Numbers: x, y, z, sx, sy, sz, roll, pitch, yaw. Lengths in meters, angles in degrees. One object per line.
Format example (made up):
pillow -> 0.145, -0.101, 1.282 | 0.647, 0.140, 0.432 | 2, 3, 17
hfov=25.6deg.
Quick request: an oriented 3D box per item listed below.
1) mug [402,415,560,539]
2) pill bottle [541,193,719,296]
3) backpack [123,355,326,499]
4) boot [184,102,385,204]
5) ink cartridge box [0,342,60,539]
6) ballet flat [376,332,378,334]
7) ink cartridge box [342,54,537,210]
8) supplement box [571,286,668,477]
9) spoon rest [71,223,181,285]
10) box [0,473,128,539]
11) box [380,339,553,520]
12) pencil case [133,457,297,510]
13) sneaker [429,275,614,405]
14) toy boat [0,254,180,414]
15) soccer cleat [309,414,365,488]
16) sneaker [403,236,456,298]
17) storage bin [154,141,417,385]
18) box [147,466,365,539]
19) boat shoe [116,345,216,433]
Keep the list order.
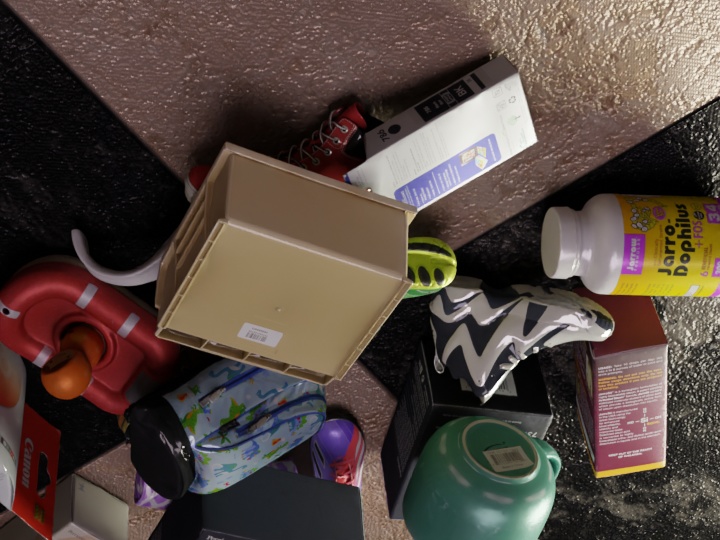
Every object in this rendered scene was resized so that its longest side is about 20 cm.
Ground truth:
mug -> 0.135, 0.221, 1.697 | 0.150, 0.186, 0.115 | 23, 126, 4
pill bottle -> 0.293, -0.026, 1.653 | 0.197, 0.105, 0.105 | 1, 132, -9
backpack -> -0.132, 0.149, 1.662 | 0.153, 0.200, 0.164 | 40, 151, 14
boot -> -0.066, -0.112, 1.553 | 0.197, 0.073, 0.145 | 5, 130, -23
ink cartridge box -> -0.370, 0.171, 1.695 | 0.050, 0.163, 0.200 | -26, 130, 18
ballet flat -> -0.072, 0.041, 1.685 | 0.198, 0.069, 0.072 | 10, 159, -36
ink cartridge box -> 0.073, -0.119, 1.542 | 0.199, 0.039, 0.100 | -31, 137, -7
supplement box -> 0.291, 0.122, 1.781 | 0.084, 0.111, 0.202 | -9, 132, 0
spoon rest -> -0.191, -0.023, 1.609 | 0.197, 0.061, 0.099 | -8, 162, 3
box -> -0.377, 0.339, 1.901 | 0.199, 0.078, 0.095 | -38, 125, 24
box -> 0.117, 0.190, 1.821 | 0.146, 0.105, 0.201 | 7, 131, -14
pencil case -> -0.166, 0.243, 1.840 | 0.198, 0.086, 0.084 | 11, 144, -19
sneaker -> 0.167, 0.085, 1.701 | 0.196, 0.080, 0.131 | 8, 105, 3
toy boat -> -0.291, 0.082, 1.632 | 0.199, 0.131, 0.131 | 35, 121, -9
soccer cleat -> -0.026, 0.255, 1.879 | 0.067, 0.074, 0.202 | -3, 132, -5
sneaker -> 0.000, 0.000, 1.650 | 0.197, 0.075, 0.084 | 8, 159, 3
storage bin -> -0.076, 0.004, 1.522 | 0.198, 0.095, 0.199 | 17, 137, -19
box -> -0.119, 0.315, 1.783 | 0.198, 0.105, 0.183 | 16, 134, -22
boat shoe -> -0.191, 0.110, 1.730 | 0.072, 0.068, 0.200 | 32, 120, -30
